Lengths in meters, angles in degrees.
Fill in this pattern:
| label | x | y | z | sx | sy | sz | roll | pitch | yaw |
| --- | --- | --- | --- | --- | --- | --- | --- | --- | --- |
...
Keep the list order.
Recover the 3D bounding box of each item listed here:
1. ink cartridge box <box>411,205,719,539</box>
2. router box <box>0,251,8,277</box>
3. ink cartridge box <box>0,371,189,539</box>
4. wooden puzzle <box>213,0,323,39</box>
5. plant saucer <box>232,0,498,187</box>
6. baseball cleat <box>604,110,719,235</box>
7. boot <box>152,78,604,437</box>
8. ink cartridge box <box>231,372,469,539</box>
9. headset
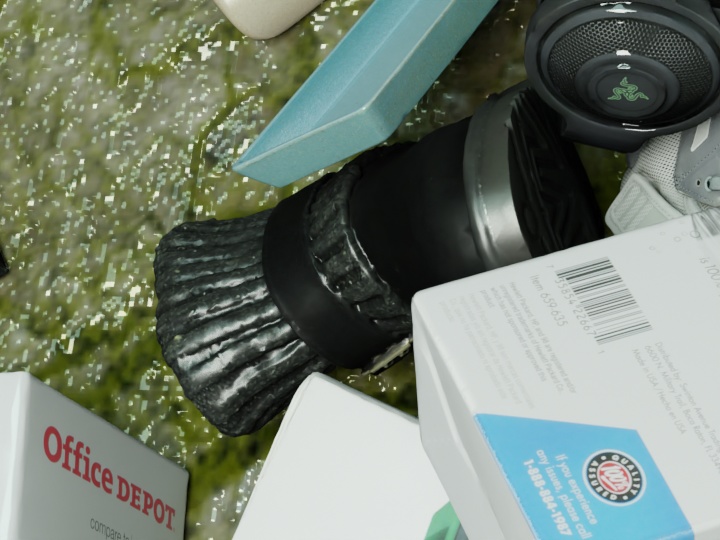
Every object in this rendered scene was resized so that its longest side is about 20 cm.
| label | x | y | z | sx | sy | sz | roll | pitch | yaw |
| --- | --- | --- | --- | --- | --- | --- | --- | --- | --- |
| ink cartridge box | 0.127 | 0.039 | 0.756 | 0.199 | 0.067 | 0.116 | -15 | 44 | -11 |
| router box | -0.244 | -0.014 | 0.977 | 0.149 | 0.200 | 0.051 | -30 | 62 | 10 |
| ink cartridge box | -0.127 | 0.149 | 0.906 | 0.083 | 0.145 | 0.201 | -4 | 71 | 19 |
| wooden puzzle | -0.028 | -0.215 | 0.990 | 0.185 | 0.037 | 0.200 | -38 | 102 | 4 |
| plant saucer | 0.028 | -0.096 | 0.933 | 0.070 | 0.019 | 0.200 | -22 | 23 | 44 |
| baseball cleat | 0.141 | -0.041 | 0.828 | 0.070 | 0.200 | 0.107 | 19 | 77 | -15 |
| boot | 0.001 | 0.002 | 0.889 | 0.157 | 0.211 | 0.080 | -22 | 94 | 8 |
| ink cartridge box | 0.071 | 0.120 | 0.841 | 0.200 | 0.146 | 0.085 | 23 | 83 | 27 |
| headset | 0.104 | -0.100 | 0.809 | 0.094 | 0.200 | 0.124 | 12 | 84 | -1 |
